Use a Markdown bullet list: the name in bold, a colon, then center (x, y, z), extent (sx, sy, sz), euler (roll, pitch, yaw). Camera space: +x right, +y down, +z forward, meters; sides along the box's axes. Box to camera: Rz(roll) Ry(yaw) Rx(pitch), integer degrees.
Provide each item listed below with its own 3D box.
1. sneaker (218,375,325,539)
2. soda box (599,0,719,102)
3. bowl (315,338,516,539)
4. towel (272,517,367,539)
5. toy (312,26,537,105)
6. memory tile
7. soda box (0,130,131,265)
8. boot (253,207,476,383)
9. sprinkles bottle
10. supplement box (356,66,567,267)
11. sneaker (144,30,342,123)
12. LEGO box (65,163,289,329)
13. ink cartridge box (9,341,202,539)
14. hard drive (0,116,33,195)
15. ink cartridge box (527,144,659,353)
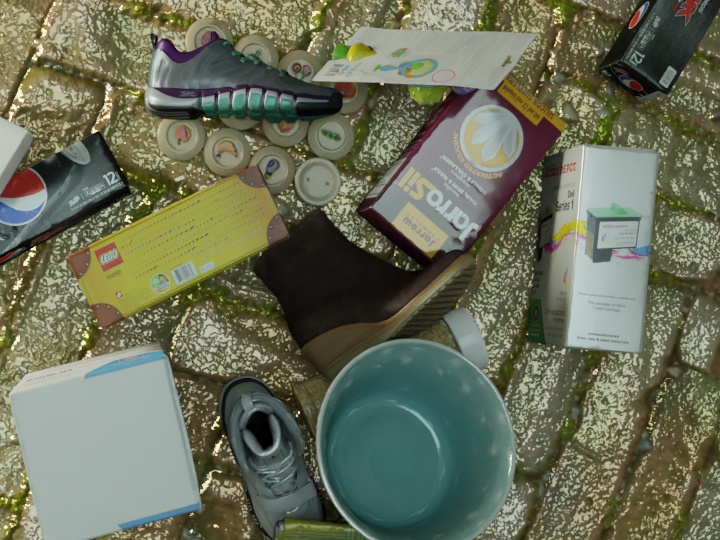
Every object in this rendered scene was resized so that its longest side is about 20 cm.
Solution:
- **sneaker**: center (-0.084, 0.203, 1.451), extent (0.074, 0.115, 0.202), euler (-23, 93, -8)
- **soda box**: center (0.335, -0.279, 1.534), extent (0.063, 0.071, 0.201), euler (34, 83, -9)
- **bowl**: center (0.040, 0.175, 1.403), extent (0.199, 0.105, 0.203), euler (5, 73, -16)
- **towel**: center (0.001, 0.299, 1.471), extent (0.198, 0.023, 0.145), euler (4, 131, -7)
- **toy**: center (0.065, -0.197, 1.451), extent (0.198, 0.115, 0.048), euler (10, 130, 26)
- **memory tile**: center (-0.100, -0.161, 1.503), extent (0.198, 0.017, 0.155), euler (18, 87, -9)
- **soda box**: center (-0.327, -0.059, 1.438), extent (0.199, 0.071, 0.064), euler (-30, 89, -8)
- **boot**: center (0.000, 0.000, 1.444), extent (0.200, 0.072, 0.167), euler (-40, 69, 15)
- **sprinkles bottle**: center (0.031, 0.107, 1.494), extent (0.198, 0.068, 0.069), euler (-24, 93, -8)
- **supplement box**: center (0.103, -0.104, 1.498), extent (0.110, 0.086, 0.201), euler (39, 84, -7)
- **sneaker**: center (-0.115, -0.197, 1.458), extent (0.198, 0.074, 0.089), euler (1, 85, -8)
- **LEGO box**: center (-0.173, -0.025, 1.416), extent (0.198, 0.149, 0.078), euler (-26, 95, -4)
- **ink cartridge box**: center (-0.239, 0.158, 1.385), extent (0.145, 0.200, 0.148), euler (-13, 93, -8)
- **hard drive**: center (-0.432, -0.116, 1.406), extent (0.198, 0.025, 0.133), euler (25, 75, 10)
- **ink cartridge box**: center (0.235, -0.021, 1.488), extent (0.083, 0.145, 0.202), euler (6, 89, -9)
